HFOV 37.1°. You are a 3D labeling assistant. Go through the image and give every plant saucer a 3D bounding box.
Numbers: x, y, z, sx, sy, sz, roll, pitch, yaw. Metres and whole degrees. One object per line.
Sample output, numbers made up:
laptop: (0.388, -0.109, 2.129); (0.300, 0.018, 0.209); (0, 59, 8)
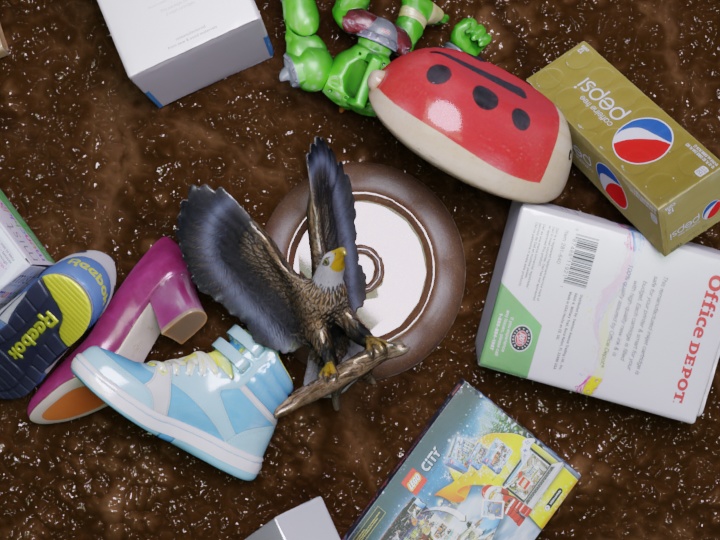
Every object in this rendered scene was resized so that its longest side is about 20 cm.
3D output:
plant saucer: (0.000, 0.000, 0.988); (0.196, 0.037, 0.205); (0, 88, 1)

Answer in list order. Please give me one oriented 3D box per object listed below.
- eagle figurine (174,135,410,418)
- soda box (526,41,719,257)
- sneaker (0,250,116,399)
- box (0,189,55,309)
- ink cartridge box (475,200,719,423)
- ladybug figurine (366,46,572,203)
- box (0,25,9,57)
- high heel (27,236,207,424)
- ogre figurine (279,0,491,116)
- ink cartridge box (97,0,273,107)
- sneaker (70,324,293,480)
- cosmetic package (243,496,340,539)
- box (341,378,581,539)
eagle figurine: (-0.045, 0.007, 0.907); (0.151, 0.151, 0.202); (-42, 68, 24)
soda box: (0.224, -0.108, 0.920); (0.067, 0.064, 0.201); (-32, 48, -3)
sneaker: (-0.284, 0.049, 0.956); (0.199, 0.083, 0.074); (-31, 108, 33)
box: (-0.406, -0.028, 0.964); (0.176, 0.097, 0.201); (-39, 87, -2)
ink cartridge box: (0.214, 0.031, 0.947); (0.196, 0.084, 0.148); (15, 100, 1)
ladybug figurine: (0.098, -0.128, 0.895); (0.197, 0.137, 0.072); (20, 124, -21)
box: (-0.448, -0.248, 1.011); (0.197, 0.021, 0.166); (-19, 87, -1)
high heel: (-0.233, 0.056, 0.986); (0.199, 0.067, 0.097); (-38, 55, 12)
ogre figurine: (0.007, -0.200, 0.961); (0.198, 0.098, 0.122); (22, 87, -32)
ink cartridge box: (-0.175, -0.273, 0.956); (0.123, 0.129, 0.203); (-24, 87, 0)
sneaker: (-0.146, 0.086, 0.948); (0.199, 0.079, 0.132); (34, 83, -28)
cosmetic package: (-0.037, 0.308, 0.902); (0.051, 0.151, 0.203); (-18, 74, -29)
box: (0.086, 0.221, 0.975); (0.136, 0.038, 0.201); (38, 89, 2)
